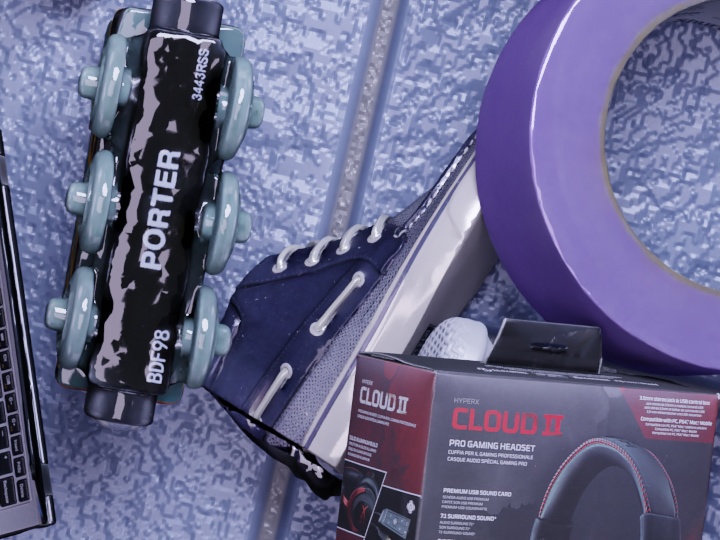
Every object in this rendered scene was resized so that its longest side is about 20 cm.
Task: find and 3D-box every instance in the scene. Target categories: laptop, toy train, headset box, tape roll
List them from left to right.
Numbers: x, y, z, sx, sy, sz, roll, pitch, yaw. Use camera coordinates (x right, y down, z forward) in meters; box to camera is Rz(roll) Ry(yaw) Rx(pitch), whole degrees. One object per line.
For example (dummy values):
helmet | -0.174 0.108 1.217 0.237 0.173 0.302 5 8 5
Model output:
laptop | -0.202 0.024 1.274 0.199 0.116 0.188 -17 75 28
toy train | -0.097 -0.029 1.322 0.085 0.114 0.201 8 93 -10
headset box | 0.068 0.121 1.244 0.148 0.075 0.201 6 92 -28
tape roll | 0.158 -0.053 1.294 0.199 0.085 0.201 1 86 -16

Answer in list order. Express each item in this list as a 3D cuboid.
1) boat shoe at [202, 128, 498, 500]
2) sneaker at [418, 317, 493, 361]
boat shoe | 0.000 0.000 1.353 0.093 0.075 0.200 31 86 18
sneaker | 0.073 0.113 1.337 0.114 0.075 0.201 5 119 -1
